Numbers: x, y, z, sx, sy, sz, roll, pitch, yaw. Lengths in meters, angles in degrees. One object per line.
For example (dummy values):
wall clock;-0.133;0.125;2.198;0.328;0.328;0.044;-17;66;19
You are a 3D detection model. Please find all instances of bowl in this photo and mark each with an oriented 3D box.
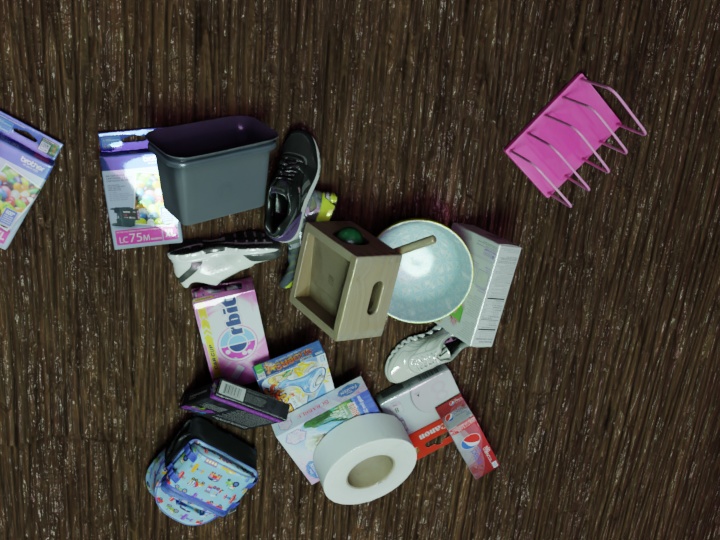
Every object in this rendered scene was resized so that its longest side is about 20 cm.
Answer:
bowl;0.107;-0.011;1.470;0.200;0.108;0.201;1;108;2

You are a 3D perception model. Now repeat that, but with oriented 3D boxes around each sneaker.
sneaker;-0.240;-0.019;1.415;0.199;0.074;0.080;-7;117;-2
sneaker;0.137;0.164;1.575;0.200;0.081;0.075;-35;117;3
sneaker;-0.119;-0.148;1.348;0.076;0.088;0.201;9;89;10
sneaker;-0.112;-0.062;1.434;0.081;0.074;0.200;21;101;-8

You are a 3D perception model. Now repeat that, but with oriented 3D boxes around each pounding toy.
pounding toy;0.000;0.000;1.359;0.142;0.184;0.200;-3;117;-39

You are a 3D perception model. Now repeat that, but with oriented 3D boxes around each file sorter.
file sorter;0.400;-0.235;1.454;0.200;0.125;0.139;-46;115;6

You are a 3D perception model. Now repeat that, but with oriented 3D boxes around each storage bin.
storage bin;-0.250;-0.167;1.310;0.200;0.145;0.135;-18;128;-34

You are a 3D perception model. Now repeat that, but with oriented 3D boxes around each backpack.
backpack;-0.318;0.409;1.530;0.182;0.135;0.200;38;101;-23

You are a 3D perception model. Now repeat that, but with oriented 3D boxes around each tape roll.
tape roll;0.009;0.379;1.577;0.202;0.071;0.203;-15;133;-16

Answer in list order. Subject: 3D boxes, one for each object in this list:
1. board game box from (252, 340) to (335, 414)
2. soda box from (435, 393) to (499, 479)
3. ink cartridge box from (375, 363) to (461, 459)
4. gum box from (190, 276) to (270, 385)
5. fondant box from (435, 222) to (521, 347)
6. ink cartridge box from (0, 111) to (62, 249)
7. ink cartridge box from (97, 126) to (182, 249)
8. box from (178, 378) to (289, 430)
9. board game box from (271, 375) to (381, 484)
board game box;-0.120;0.227;1.512;0.135;0.034;0.200;-22;140;-9
soda box;0.226;0.352;1.656;0.063;0.070;0.200;-30;130;-1
ink cartridge box;0.143;0.309;1.653;0.162;0.057;0.200;-27;111;-3
gum box;-0.238;0.114;1.465;0.113;0.066;0.200;-13;114;-10
fondant box;0.211;0.025;1.491;0.058;0.144;0.200;6;107;-34
ink cartridge box;-0.586;-0.147;1.279;0.119;0.042;0.200;30;101;-23
ink cartridge box;-0.375;-0.139;1.345;0.119;0.042;0.201;-7;111;-12
box;-0.238;0.253;1.464;0.143;0.200;0.036;26;62;-24
board game box;-0.050;0.325;1.581;0.199;0.041;0.200;-28;134;-2
